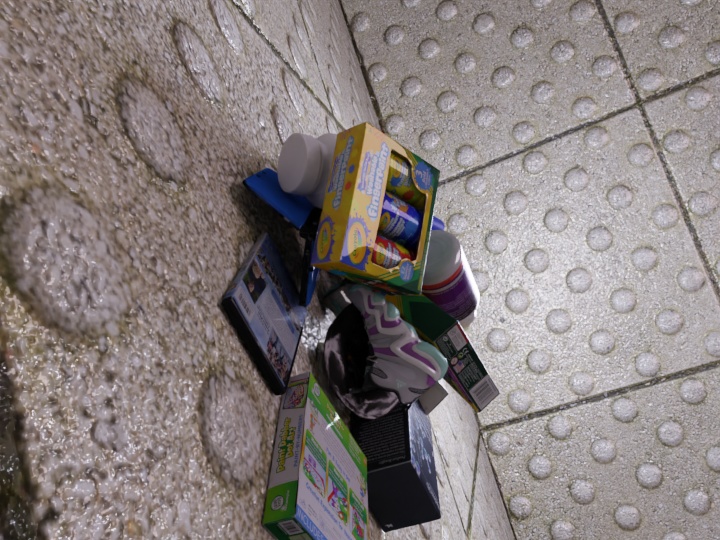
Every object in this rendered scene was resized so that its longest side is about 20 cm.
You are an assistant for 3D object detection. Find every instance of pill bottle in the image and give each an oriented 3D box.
[{"bbox_3d":[-0.029,-0.156,0.840,0.197,0.119,0.122,6,60,-38],"label":"pill bottle"},{"bbox_3d":[0.156,0.027,0.962,0.201,0.111,0.114,58,18,-44],"label":"pill bottle"}]

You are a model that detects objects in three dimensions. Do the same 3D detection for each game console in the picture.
[{"bbox_3d":[-0.118,-0.060,0.821,0.200,0.116,0.174,-85,-177,-73],"label":"game console"}]

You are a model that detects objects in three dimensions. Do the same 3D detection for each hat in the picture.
[{"bbox_3d":[0.000,0.151,0.867,0.198,0.080,0.205,17,62,-35],"label":"hat"}]

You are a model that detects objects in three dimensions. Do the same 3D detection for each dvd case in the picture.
[{"bbox_3d":[-0.120,0.050,0.695,0.201,0.017,0.145,-84,153,-64],"label":"dvd case"}]

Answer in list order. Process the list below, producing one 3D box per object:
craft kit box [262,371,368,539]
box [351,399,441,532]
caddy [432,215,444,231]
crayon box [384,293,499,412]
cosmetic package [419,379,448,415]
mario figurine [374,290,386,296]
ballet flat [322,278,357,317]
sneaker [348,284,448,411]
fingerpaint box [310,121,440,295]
[{"bbox_3d":[-0.044,0.269,0.646,0.199,0.048,0.202,-86,154,-55],"label":"craft kit box"},{"bbox_3d":[0.058,0.303,0.883,0.201,0.105,0.150,-87,155,-58],"label":"box"},{"bbox_3d":[0.080,-0.058,1.060,0.104,0.199,0.144,20,69,-29],"label":"caddy"},{"bbox_3d":[0.142,0.131,0.912,0.201,0.058,0.172,56,-7,-33],"label":"crayon box"},{"bbox_3d":[0.108,0.206,1.072,0.104,0.073,0.200,45,5,-10],"label":"cosmetic package"},{"bbox_3d":[0.000,0.000,0.947,0.123,0.106,0.200,35,-10,45],"label":"mario figurine"},{"bbox_3d":[-0.019,0.044,1.007,0.064,0.067,0.200,51,21,-1],"label":"ballet flat"},{"bbox_3d":[0.022,0.127,0.793,0.200,0.140,0.078,43,-9,18],"label":"sneaker"},{"bbox_3d":[0.028,-0.083,0.756,0.165,0.073,0.204,22,73,-38],"label":"fingerpaint box"}]
